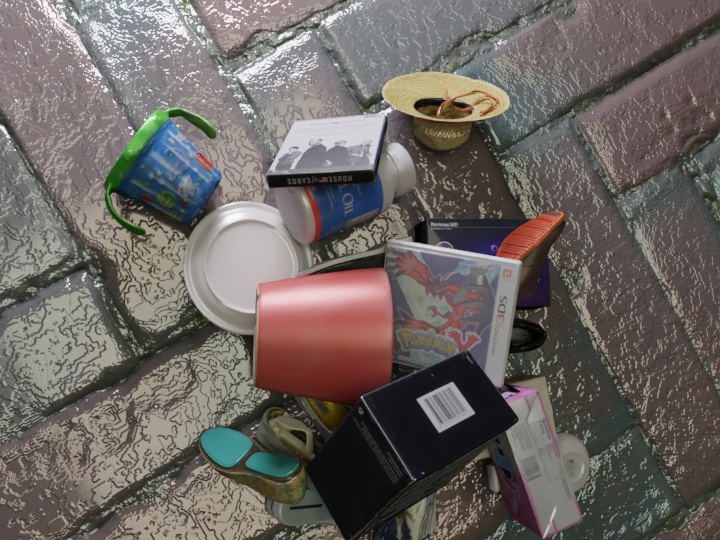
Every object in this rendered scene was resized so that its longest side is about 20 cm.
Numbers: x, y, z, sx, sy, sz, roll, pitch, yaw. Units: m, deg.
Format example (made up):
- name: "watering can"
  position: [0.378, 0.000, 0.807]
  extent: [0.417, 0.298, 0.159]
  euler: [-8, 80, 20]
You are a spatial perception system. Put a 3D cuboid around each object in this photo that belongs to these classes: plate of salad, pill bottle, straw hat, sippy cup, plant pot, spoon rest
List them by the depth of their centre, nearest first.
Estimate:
- name: "plant pot"
  position: [-0.058, 0.092, 0.973]
  extent: [0.176, 0.200, 0.202]
  euler: [2, 84, -10]
- name: "sippy cup"
  position: [-0.277, -0.139, 1.018]
  extent: [0.130, 0.140, 0.178]
  euler: [36, 102, -15]
- name: "plate of salad"
  position: [-0.167, -0.003, 1.055]
  extent: [0.198, 0.048, 0.202]
  euler: [4, 79, -21]
- name: "pill bottle"
  position: [-0.019, -0.125, 1.060]
  extent: [0.199, 0.112, 0.113]
  euler: [-25, 89, -24]
- name: "spoon rest"
  position: [0.281, 0.313, 1.114]
  extent: [0.198, 0.061, 0.100]
  euler: [0, 85, -24]
- name: "straw hat"
  position: [0.131, -0.239, 1.116]
  extent: [0.199, 0.202, 0.086]
  euler: [-6, 128, -11]

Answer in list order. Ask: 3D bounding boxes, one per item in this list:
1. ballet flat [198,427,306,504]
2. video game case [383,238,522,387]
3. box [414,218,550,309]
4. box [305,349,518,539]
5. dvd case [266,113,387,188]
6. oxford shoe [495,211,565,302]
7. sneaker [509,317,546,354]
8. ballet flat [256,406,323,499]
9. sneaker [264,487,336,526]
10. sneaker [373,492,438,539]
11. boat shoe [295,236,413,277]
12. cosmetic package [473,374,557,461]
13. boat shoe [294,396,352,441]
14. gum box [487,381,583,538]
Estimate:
- name: "ballet flat"
  position: [-0.153, 0.279, 0.986]
  extent: [0.070, 0.199, 0.071]
  euler: [-13, 107, -50]
- name: "video game case"
  position: [0.122, 0.060, 1.019]
  extent: [0.198, 0.023, 0.184]
  euler: [11, 101, 21]
- name: "box"
  position: [0.192, -0.009, 1.113]
  extent: [0.198, 0.079, 0.142]
  euler: [-1, 82, -11]
- name: "box"
  position: [0.062, 0.228, 0.920]
  extent: [0.199, 0.199, 0.124]
  euler: [-15, 59, -39]
- name: "dvd case"
  position: [-0.042, -0.177, 1.019]
  extent: [0.149, 0.201, 0.025]
  euler: [-2, 122, 10]
- name: "oxford shoe"
  position: [0.243, -0.006, 1.057]
  extent: [0.200, 0.071, 0.073]
  euler: [-45, 112, -6]
- name: "sneaker"
  position: [0.191, 0.100, 1.094]
  extent: [0.198, 0.088, 0.076]
  euler: [-5, 85, -11]
- name: "ballet flat"
  position: [-0.070, 0.264, 0.999]
  extent: [0.199, 0.067, 0.064]
  euler: [31, 117, 25]
- name: "sneaker"
  position: [-0.047, 0.339, 1.039]
  extent: [0.199, 0.071, 0.074]
  euler: [14, 79, -30]
- name: "sneaker"
  position: [0.079, 0.385, 1.044]
  extent: [0.085, 0.077, 0.202]
  euler: [28, 74, -41]
- name: "boat shoe"
  position: [0.000, 0.000, 1.069]
  extent: [0.199, 0.076, 0.061]
  euler: [-17, 94, -18]
- name: "cosmetic package"
  position: [0.193, 0.232, 1.090]
  extent: [0.198, 0.071, 0.106]
  euler: [-9, 87, -11]
- name: "boat shoe"
  position: [-0.019, 0.234, 1.043]
  extent: [0.074, 0.086, 0.202]
  euler: [-40, 92, -12]
- name: "gum box"
  position: [0.230, 0.259, 0.999]
  extent: [0.066, 0.113, 0.202]
  euler: [-19, 90, -12]
